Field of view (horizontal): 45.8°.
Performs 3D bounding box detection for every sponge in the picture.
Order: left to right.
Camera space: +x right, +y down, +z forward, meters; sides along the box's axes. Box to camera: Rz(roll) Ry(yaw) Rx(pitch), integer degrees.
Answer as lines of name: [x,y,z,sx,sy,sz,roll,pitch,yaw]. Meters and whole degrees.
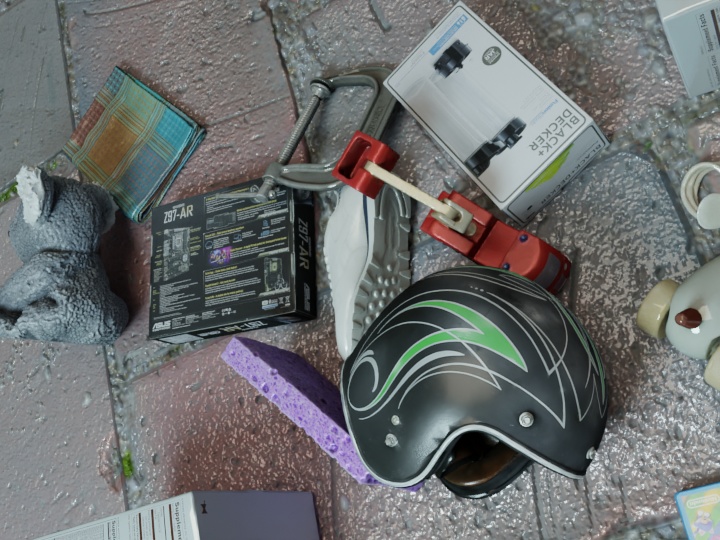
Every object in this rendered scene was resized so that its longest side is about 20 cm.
sponge: [-0.033,0.134,0.804,0.200,0.112,0.030,37,94,32]

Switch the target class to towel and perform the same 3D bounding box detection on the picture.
towel: [-0.297,-0.164,1.091,0.200,0.022,0.147,38,96,32]

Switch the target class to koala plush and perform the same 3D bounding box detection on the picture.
koala plush: [-0.352,-0.018,0.994,0.183,0.177,0.201,3,84,21]

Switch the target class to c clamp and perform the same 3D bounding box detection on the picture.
c clamp: [-0.049,-0.149,0.910,0.171,0.027,0.200,11,60,36]

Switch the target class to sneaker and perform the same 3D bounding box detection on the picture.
sneaker: [0.000,0.000,0.855,0.080,0.076,0.201,-7,68,40]

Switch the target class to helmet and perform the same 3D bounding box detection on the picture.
helmet: [0.099,0.092,0.698,0.190,0.200,0.200,-32,63,22]

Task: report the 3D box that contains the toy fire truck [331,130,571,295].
toy fire truck: [0.084,-0.048,0.770,0.200,0.141,0.049,33,94,32]

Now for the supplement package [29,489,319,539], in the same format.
supplement package: [-0.163,0.298,0.785,0.200,0.191,0.147,-21,67,24]

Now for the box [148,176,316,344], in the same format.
box: [-0.146,-0.011,0.948,0.200,0.044,0.161,-12,70,26]

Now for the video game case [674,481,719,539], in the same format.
video game case: [0.332,0.245,0.620,0.143,0.018,0.201,-22,67,22]

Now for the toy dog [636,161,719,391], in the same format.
toy dog: [0.294,-0.006,0.665,0.132,0.096,0.201,14,84,32]

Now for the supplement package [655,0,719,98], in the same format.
supplement package: [0.335,-0.264,0.681,0.200,0.151,0.152,-17,69,25]

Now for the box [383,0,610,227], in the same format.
box: [0.127,-0.153,0.823,0.117,0.060,0.200,-44,60,13]
